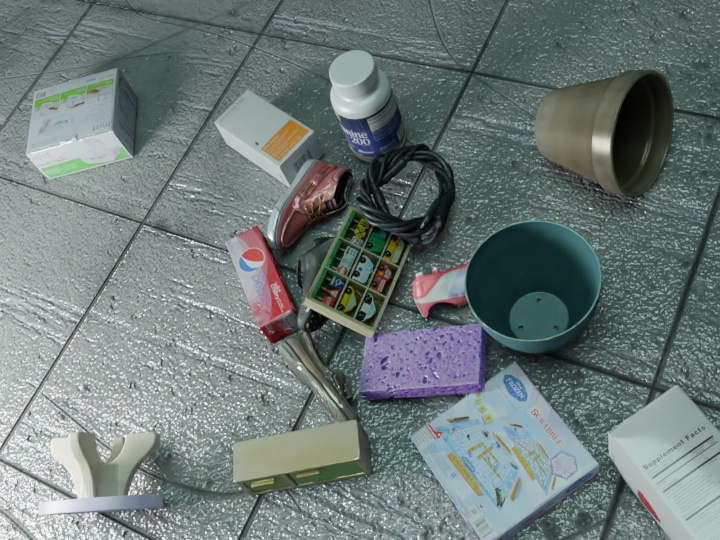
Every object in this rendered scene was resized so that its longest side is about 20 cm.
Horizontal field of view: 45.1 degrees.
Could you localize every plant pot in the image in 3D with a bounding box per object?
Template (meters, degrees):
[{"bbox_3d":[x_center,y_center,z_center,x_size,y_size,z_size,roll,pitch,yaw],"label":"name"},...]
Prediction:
[{"bbox_3d":[0.265,0.044,1.318,0.198,0.135,0.202,-7,59,12],"label":"plant pot"},{"bbox_3d":[0.391,-0.234,1.428,0.173,0.200,0.201,18,66,43],"label":"plant pot"}]

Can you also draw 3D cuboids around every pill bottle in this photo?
[{"bbox_3d":[0.010,-0.294,1.558,0.110,0.200,0.112,-8,58,13],"label":"pill bottle"}]

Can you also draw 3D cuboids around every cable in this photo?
[{"bbox_3d":[0.081,-0.138,1.498,0.161,0.051,0.201,15,58,6],"label":"cable"}]

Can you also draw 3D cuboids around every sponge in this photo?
[{"bbox_3d":[0.097,0.143,1.355,0.198,0.030,0.112,-8,49,22],"label":"sponge"}]

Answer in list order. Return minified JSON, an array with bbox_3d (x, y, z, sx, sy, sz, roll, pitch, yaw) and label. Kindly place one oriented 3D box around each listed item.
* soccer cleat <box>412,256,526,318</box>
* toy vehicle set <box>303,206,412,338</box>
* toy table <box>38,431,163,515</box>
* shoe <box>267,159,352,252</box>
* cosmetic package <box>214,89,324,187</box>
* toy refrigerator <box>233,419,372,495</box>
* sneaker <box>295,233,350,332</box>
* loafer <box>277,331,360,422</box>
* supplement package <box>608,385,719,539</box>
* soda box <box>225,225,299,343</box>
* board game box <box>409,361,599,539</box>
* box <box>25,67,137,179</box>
[{"bbox_3d":[0.182,0.019,1.413,0.198,0.067,0.077,-14,88,2],"label":"soccer cleat"},{"bbox_3d":[0.000,0.000,1.444,0.123,0.027,0.201,25,59,-1],"label":"toy vehicle set"},{"bbox_3d":[-0.404,0.316,1.353,0.197,0.184,0.119,-3,75,1],"label":"toy table"},{"bbox_3d":[-0.088,-0.115,1.560,0.090,0.072,0.201,11,60,29],"label":"shoe"},{"bbox_3d":[-0.176,-0.256,1.671,0.199,0.071,0.102,35,75,31],"label":"cosmetic package"},{"bbox_3d":[-0.088,0.289,1.320,0.198,0.076,0.071,-12,58,10],"label":"toy refrigerator"},{"bbox_3d":[-0.077,0.019,1.483,0.090,0.067,0.201,7,56,26],"label":"sneaker"},{"bbox_3d":[-0.058,0.168,1.389,0.063,0.072,0.200,-36,54,-15],"label":"loafer"},{"bbox_3d":[0.433,0.278,1.137,0.119,0.122,0.201,-33,56,-3],"label":"supplement package"},{"bbox_3d":[-0.168,0.022,1.510,0.069,0.064,0.201,-27,56,0],"label":"soda box"},{"bbox_3d":[0.206,0.267,1.262,0.199,0.041,0.201,-34,56,-4],"label":"board game box"},{"bbox_3d":[-0.579,-0.307,1.811,0.198,0.097,0.178,-13,58,9],"label":"box"}]
